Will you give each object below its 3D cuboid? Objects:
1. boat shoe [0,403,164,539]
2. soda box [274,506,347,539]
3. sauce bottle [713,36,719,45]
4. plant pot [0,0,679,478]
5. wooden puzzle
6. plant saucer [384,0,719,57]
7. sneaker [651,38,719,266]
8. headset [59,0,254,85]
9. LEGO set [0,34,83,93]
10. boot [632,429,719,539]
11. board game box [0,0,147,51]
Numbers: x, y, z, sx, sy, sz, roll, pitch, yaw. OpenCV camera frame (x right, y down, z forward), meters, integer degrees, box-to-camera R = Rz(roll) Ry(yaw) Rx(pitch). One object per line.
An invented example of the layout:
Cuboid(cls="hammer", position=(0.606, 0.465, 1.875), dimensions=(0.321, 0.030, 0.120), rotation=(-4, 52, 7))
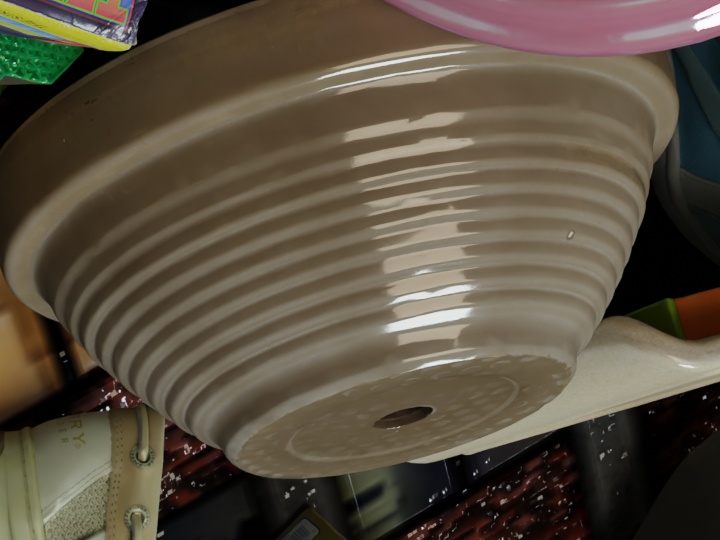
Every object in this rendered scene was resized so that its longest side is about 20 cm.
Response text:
Cuboid(cls="boat shoe", position=(-0.072, 0.144, 0.796), dimensions=(0.063, 0.073, 0.201), rotation=(-12, 87, -6))
Cuboid(cls="soda box", position=(-0.057, 0.180, 0.878), dimensions=(0.200, 0.064, 0.068), rotation=(-44, 131, -7))
Cuboid(cls="sauce bottle", position=(0.064, -0.114, 0.677), dimensions=(0.065, 0.200, 0.065), rotation=(-43, 175, -5))
Cuboid(cls="plant pot", position=(0.000, 0.000, 0.733), dimensions=(0.200, 0.093, 0.201), rotation=(-13, 162, -4))
Cuboid(cls="wooden puzzle", position=(0.126, 0.021, 0.862), dimensions=(0.199, 0.185, 0.037), rotation=(-8, 81, -27))
Cuboid(cls="plant saucer", position=(0.054, -0.152, 0.618), dimensions=(0.201, 0.200, 0.051), rotation=(-61, 171, 7))
Cuboid(cls="sneaker", position=(0.156, -0.046, 0.863), dimensions=(0.079, 0.131, 0.200), rotation=(-38, 132, -12))
Cuboid(cls="headset", position=(-0.029, -0.096, 0.764), dimensions=(0.200, 0.094, 0.124), rotation=(31, 98, -26))
Cuboid(cls="LEGO set", position=(-0.176, -0.089, 0.645), dimensions=(0.200, 0.116, 0.154), rotation=(53, 56, -34))
Cuboid(cls="boot", position=(0.146, 0.112, 0.965), dimensions=(0.200, 0.074, 0.075), rotation=(-45, 147, 24))
Cuboid(cls="board game box", position=(-0.114, -0.152, 0.550), dimensions=(0.200, 0.057, 0.166), rotation=(18, 87, -48))
